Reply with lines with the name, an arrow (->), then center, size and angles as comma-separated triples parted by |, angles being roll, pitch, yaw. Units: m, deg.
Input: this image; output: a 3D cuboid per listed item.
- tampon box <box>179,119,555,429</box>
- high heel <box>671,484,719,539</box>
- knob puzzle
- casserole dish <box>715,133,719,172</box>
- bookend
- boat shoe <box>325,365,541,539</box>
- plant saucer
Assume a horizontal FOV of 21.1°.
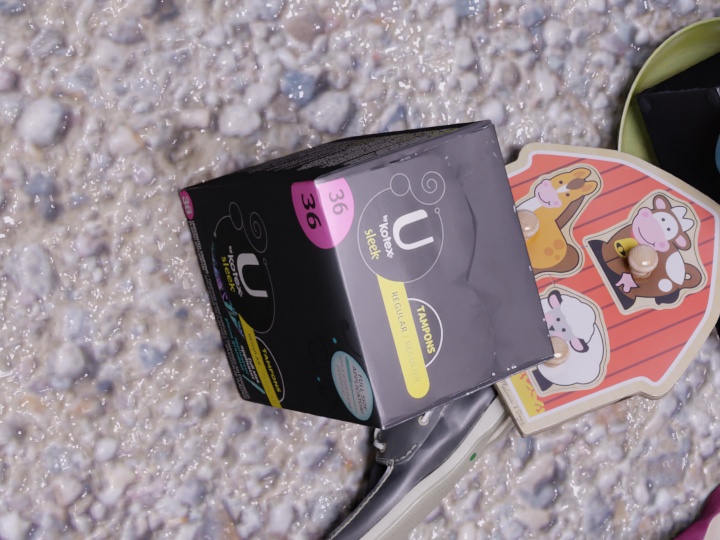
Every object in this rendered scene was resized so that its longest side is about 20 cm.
tampon box -> 0.000, 0.000, 1.178 | 0.126, 0.200, 0.150 | -20, 99, -25
high heel -> 0.265, 0.196, 1.373 | 0.199, 0.096, 0.068 | -14, 97, -26
knob puzzle -> 0.157, -0.006, 1.284 | 0.219, 0.030, 0.220 | 1, 66, -3
casserole dish -> 0.311, -0.118, 1.243 | 0.200, 0.121, 0.039 | -56, 156, -17
bookend -> 0.325, -0.074, 1.368 | 0.200, 0.092, 0.199 | -28, 104, -25
boat shoe -> 0.039, 0.119, 1.286 | 0.068, 0.072, 0.200 | 39, 78, 16
plant saucer -> 0.263, -0.083, 1.405 | 0.199, 0.031, 0.201 | 0, 91, -26
